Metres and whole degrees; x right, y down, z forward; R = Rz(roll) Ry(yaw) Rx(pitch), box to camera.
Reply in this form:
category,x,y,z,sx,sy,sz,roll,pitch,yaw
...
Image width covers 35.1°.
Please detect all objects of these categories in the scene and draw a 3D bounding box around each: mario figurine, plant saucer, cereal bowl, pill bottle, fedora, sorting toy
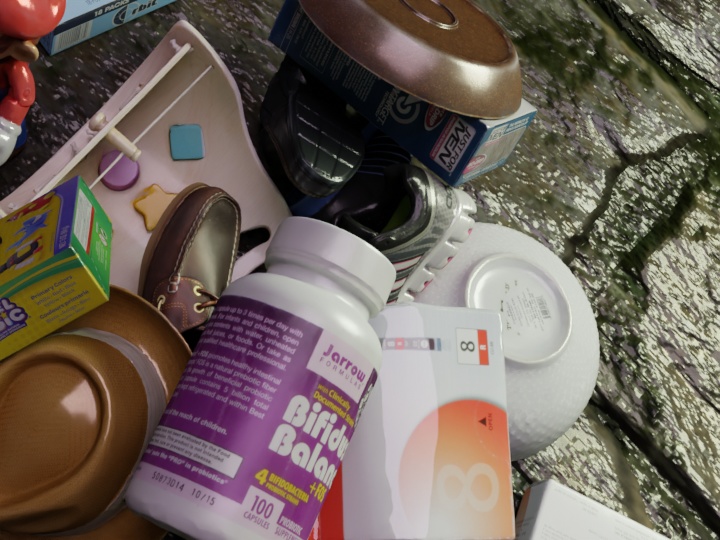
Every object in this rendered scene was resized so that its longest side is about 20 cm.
category,x,y,z,sx,sy,sz,roll,pitch,yaw
mario figurine,-0.277,-0.154,0.798,0.123,0.200,0.107,31,57,-3
plant saucer,0.046,-0.190,0.876,0.199,0.035,0.201,23,32,-15
cereal bowl,0.110,0.046,0.917,0.198,0.083,0.202,9,61,-16
pill bottle,-0.053,0.074,0.696,0.111,0.112,0.202,26,74,-7
fedora,-0.195,0.104,0.719,0.198,0.082,0.203,-1,86,8
sorting toy,-0.146,-0.046,0.859,0.180,0.107,0.200,45,73,-11

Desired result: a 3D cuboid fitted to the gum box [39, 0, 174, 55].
category,x,y,z,sx,sy,sz,roll,pitch,yaw
gum box,-0.249,-0.301,0.977,0.169,0.045,0.201,-33,80,-31

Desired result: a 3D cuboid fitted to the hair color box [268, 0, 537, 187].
category,x,y,z,sx,sy,sz,roll,pitch,yaw
hair color box,0.033,-0.156,0.908,0.200,0.061,0.100,40,32,16

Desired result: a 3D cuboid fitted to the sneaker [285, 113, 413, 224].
category,x,y,z,sx,sy,sz,roll,pitch,yaw
sneaker,0.011,-0.082,0.960,0.078,0.070,0.200,52,49,-17

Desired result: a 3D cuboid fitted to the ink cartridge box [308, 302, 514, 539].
category,x,y,z,sx,sy,sz,roll,pitch,yaw
ink cartridge box,0.008,0.102,0.776,0.198,0.050,0.164,6,73,-27

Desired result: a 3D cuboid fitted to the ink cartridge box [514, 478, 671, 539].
category,x,y,z,sx,sy,sz,roll,pitch,yaw
ink cartridge box,0.172,0.282,0.850,0.161,0.050,0.202,27,66,-7

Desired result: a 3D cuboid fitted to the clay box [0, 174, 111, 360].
category,x,y,z,sx,sy,sz,roll,pitch,yaw
clay box,-0.254,0.024,0.722,0.199,0.115,0.048,-28,118,3

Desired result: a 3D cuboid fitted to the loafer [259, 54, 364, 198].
category,x,y,z,sx,sy,sz,roll,pitch,yaw
loafer,-0.045,-0.104,0.895,0.072,0.072,0.201,32,24,-20

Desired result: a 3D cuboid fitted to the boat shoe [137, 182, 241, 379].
category,x,y,z,sx,sy,sz,roll,pitch,yaw
boat shoe,-0.124,0.038,0.799,0.070,0.070,0.202,25,81,-49

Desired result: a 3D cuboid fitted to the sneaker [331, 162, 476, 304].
category,x,y,z,sx,sy,sz,roll,pitch,yaw
sneaker,0.000,0.000,0.861,0.200,0.074,0.087,-51,127,-4
